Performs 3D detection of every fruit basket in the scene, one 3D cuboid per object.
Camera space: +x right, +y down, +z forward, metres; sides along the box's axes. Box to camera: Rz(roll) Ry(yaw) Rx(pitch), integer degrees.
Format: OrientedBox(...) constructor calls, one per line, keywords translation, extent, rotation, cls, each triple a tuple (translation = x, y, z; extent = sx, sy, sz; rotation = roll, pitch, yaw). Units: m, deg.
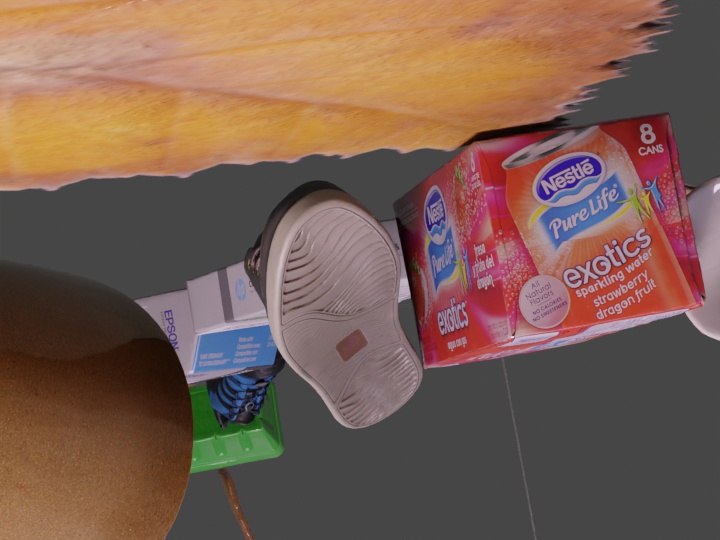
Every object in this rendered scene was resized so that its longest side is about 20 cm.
OrientedBox(translation=(-0.228, 0.250, 3.322), extent=(0.213, 0.157, 0.216), rotation=(-8, 158, -3), cls="fruit basket")

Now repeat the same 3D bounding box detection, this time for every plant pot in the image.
OrientedBox(translation=(-0.203, 0.066, 0.968), extent=(0.185, 0.188, 0.200), rotation=(-12, 160, 18), cls="plant pot")

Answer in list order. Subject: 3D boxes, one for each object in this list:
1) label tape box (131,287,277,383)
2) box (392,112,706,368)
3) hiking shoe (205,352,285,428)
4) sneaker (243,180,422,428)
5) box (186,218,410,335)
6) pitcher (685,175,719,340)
OrientedBox(translation=(-0.127, 0.050, 1.480), extent=(0.198, 0.067, 0.143), rotation=(-11, 176, 21), cls="label tape box")
OrientedBox(translation=(0.088, -0.010, 1.020), extent=(0.099, 0.096, 0.200), rotation=(-9, 175, -11), cls="box")
OrientedBox(translation=(-0.127, 0.133, 2.353), extent=(0.074, 0.088, 0.200), rotation=(-9, 175, -19), cls="hiking shoe")
OrientedBox(translation=(-0.032, -0.002, 1.051), extent=(0.074, 0.106, 0.201), rotation=(-32, 150, -10), cls="sneaker")
OrientedBox(translation=(0.000, 0.000, 1.305), extent=(0.155, 0.042, 0.199), rotation=(-8, 176, -31), cls="box")
OrientedBox(translation=(0.267, -0.025, 1.015), extent=(0.170, 0.123, 0.199), rotation=(-8, -177, 33), cls="pitcher")
